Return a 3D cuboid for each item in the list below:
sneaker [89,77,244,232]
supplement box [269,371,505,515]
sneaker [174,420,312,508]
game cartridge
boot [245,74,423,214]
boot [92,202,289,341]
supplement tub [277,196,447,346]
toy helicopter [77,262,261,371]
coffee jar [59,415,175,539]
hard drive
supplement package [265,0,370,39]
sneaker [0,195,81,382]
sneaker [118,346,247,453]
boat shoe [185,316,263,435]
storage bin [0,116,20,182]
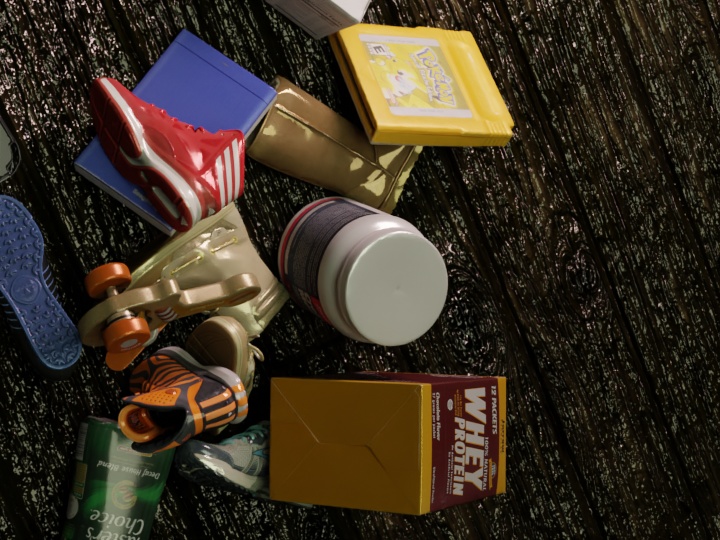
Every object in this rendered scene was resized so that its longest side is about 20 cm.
[{"bbox_3d":[-0.197,-0.136,1.445,0.115,0.079,0.201,-26,72,-33],"label":"sneaker"},{"bbox_3d":[0.034,0.185,1.511,0.199,0.195,0.135,3,87,-58],"label":"supplement box"},{"bbox_3d":[-0.128,0.207,1.524,0.199,0.077,0.088,26,67,-45],"label":"sneaker"},{"bbox_3d":[0.075,-0.223,1.620,0.197,0.033,0.178,-3,55,-28],"label":"game cartridge"},{"bbox_3d":[-0.021,-0.174,1.601,0.198,0.066,0.177,28,75,-24],"label":"boot"},{"bbox_3d":[-0.183,0.031,1.503,0.200,0.072,0.157,-41,109,-26],"label":"boot"},{"bbox_3d":[0.000,0.000,1.520,0.138,0.200,0.143,-5,103,-23],"label":"supplement tub"},{"bbox_3d":[-0.197,0.043,1.407,0.197,0.133,0.080,-14,68,-27],"label":"toy helicopter"},{"bbox_3d":[-0.266,0.263,1.441,0.103,0.085,0.203,15,82,-28],"label":"coffee jar"},{"bbox_3d":[-0.201,-0.154,1.488,0.131,0.025,0.201,33,71,7],"label":"hard drive"},{"bbox_3d":[-0.043,-0.402,1.566,0.155,0.110,0.202,33,73,-25],"label":"supplement package"},{"bbox_3d":[-0.350,0.024,1.415,0.069,0.078,0.202,-19,77,-25],"label":"sneaker"},{"bbox_3d":[-0.213,0.133,1.403,0.111,0.199,0.079,-19,101,-36],"label":"sneaker"},{"bbox_3d":[-0.146,0.104,1.467,0.062,0.201,0.073,-36,72,-30],"label":"boat shoe"},{"bbox_3d":[-0.447,-0.154,1.344,0.135,0.093,0.202,-36,107,-25],"label":"storage bin"}]
